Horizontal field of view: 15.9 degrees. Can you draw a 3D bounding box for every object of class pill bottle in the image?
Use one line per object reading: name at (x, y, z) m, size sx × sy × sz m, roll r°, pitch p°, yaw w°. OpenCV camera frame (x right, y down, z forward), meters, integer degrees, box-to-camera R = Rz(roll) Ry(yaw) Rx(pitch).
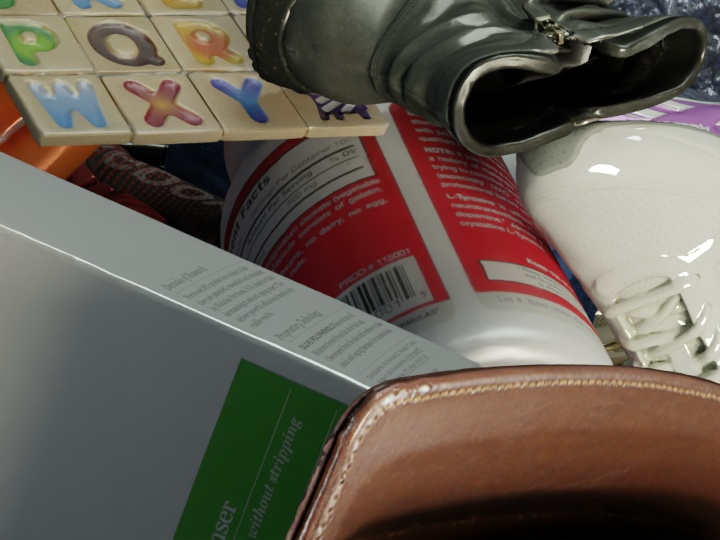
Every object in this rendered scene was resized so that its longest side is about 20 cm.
pill bottle at (0.013, 0.007, 0.918) m, size 0.112 × 0.113 × 0.201 m, roll 15°, pitch 31°, yaw -29°

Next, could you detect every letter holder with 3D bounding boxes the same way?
letter holder at (0.067, 0.105, 0.611) m, size 0.100 × 0.143 × 0.199 m, roll 29°, pitch 13°, yaw 34°

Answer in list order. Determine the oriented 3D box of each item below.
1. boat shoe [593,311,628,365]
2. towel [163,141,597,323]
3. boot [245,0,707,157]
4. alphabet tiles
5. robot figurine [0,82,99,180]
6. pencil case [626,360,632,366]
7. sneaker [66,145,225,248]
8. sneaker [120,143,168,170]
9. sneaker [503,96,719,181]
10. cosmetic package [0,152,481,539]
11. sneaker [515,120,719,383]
boat shoe at (0.091, 0.016, 1.133) m, size 0.198 × 0.065 × 0.072 m, roll -5°, pitch 28°, yaw -17°
towel at (0.000, 0.000, 1.054) m, size 0.199 × 0.112 × 0.048 m, roll 27°, pitch 25°, yaw 24°
boot at (0.070, -0.085, 0.876) m, size 0.199 × 0.068 × 0.130 m, roll -24°, pitch 34°, yaw -37°
alphabet tiles at (-0.054, -0.100, 0.924) m, size 0.199 × 0.008 × 0.168 m, roll -4°, pitch 42°, yaw -31°
robot figurine at (-0.169, -0.090, 0.995) m, size 0.144 × 0.200 × 0.116 m, roll 54°, pitch -15°, yaw -15°
pencil case at (0.144, 0.028, 1.235) m, size 0.200 × 0.083 × 0.091 m, roll 33°, pitch 1°, yaw 41°
sneaker at (-0.094, -0.011, 1.036) m, size 0.097 × 0.071 × 0.200 m, roll 15°, pitch 15°, yaw -31°
sneaker at (-0.145, -0.057, 1.180) m, size 0.198 × 0.060 × 0.104 m, roll 13°, pitch 18°, yaw -23°
sneaker at (0.136, -0.035, 1.067) m, size 0.199 × 0.073 × 0.114 m, roll -7°, pitch 19°, yaw -23°
cosmetic package at (-0.079, 0.040, 0.733) m, size 0.199 × 0.108 × 0.085 m, roll 22°, pitch 12°, yaw 8°
sneaker at (0.120, 0.016, 0.885) m, size 0.070 × 0.081 × 0.200 m, roll -15°, pitch -37°, yaw 34°
